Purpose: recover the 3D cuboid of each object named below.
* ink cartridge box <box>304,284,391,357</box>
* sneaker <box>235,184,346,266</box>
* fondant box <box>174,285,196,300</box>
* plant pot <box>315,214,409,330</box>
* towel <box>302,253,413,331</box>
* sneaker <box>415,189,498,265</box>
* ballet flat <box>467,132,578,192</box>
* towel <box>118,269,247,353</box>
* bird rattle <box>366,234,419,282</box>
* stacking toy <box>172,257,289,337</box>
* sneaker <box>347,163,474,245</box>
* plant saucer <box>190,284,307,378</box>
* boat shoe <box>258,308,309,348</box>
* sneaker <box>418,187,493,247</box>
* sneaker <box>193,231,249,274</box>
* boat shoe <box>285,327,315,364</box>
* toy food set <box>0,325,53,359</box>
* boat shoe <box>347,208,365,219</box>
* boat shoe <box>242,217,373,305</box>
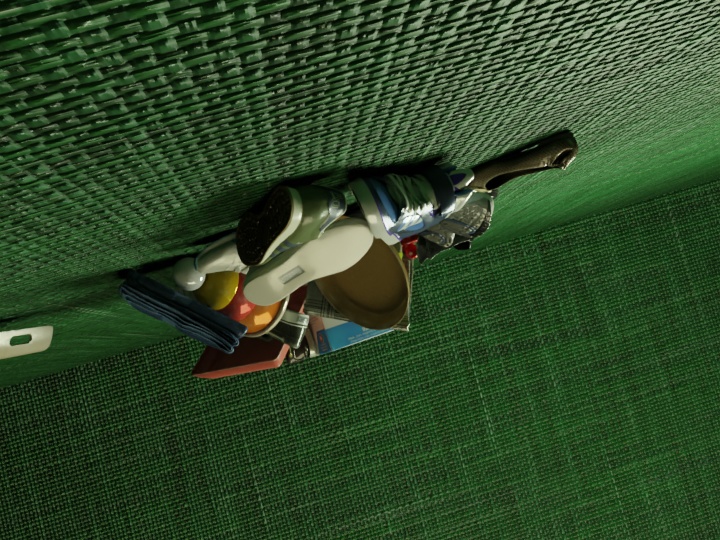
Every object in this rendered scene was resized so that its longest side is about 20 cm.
[{"bbox_3d":[-0.048,0.048,1.525,0.142,0.205,0.147,-16,176,-22],"label":"ink cartridge box"},{"bbox_3d":[-0.083,-0.053,0.941,0.088,0.069,0.199,-8,169,-28],"label":"sneaker"},{"bbox_3d":[-0.240,0.025,1.453,0.142,0.060,0.198,-12,175,-43],"label":"fondant box"},{"bbox_3d":[0.000,0.000,1.204,0.198,0.203,0.027,-20,-166,48],"label":"plant pot"},{"bbox_3d":[0.001,0.017,1.357,0.188,0.035,0.202,10,-141,-2],"label":"towel"},{"bbox_3d":[0.170,-0.082,1.324,0.196,0.107,0.060,-14,175,-34],"label":"sneaker"},{"bbox_3d":[0.230,-0.146,1.129,0.197,0.047,0.067,-20,174,39],"label":"ballet flat"},{"bbox_3d":[-0.273,0.068,1.177,0.197,0.049,0.112,27,166,-10],"label":"towel"},{"bbox_3d":[0.026,-0.039,1.311,0.159,0.203,0.114,12,138,7],"label":"bird rattle"},{"bbox_3d":[-0.220,0.019,1.214,0.144,0.150,0.198,-18,157,33],"label":"stacking toy"},{"bbox_3d":[0.072,-0.102,0.972,0.144,0.082,0.200,-30,166,7],"label":"sneaker"},{"bbox_3d":[-0.190,0.119,1.412,0.196,0.037,0.201,-14,-147,29],"label":"plant saucer"},{"bbox_3d":[-0.168,0.087,1.325,0.070,0.065,0.198,16,178,-43],"label":"boat shoe"},{"bbox_3d":[0.140,-0.095,1.128,0.073,0.089,0.199,27,169,-14],"label":"sneaker"},{"bbox_3d":[-0.137,-0.021,1.092,0.195,0.083,0.076,-14,177,-14],"label":"sneaker"},{"bbox_3d":[-0.149,0.080,1.504,0.059,0.205,0.072,-20,171,-18],"label":"boat shoe"},{"bbox_3d":[-0.630,0.121,1.265,0.195,0.062,0.143,-9,180,20],"label":"toy food set"},{"bbox_3d":[0.041,-0.075,1.183,0.200,0.066,0.074,-20,174,42],"label":"boat shoe"},{"bbox_3d":[-0.071,-0.023,1.015,0.198,0.069,0.072,-33,128,24],"label":"boat shoe"}]
